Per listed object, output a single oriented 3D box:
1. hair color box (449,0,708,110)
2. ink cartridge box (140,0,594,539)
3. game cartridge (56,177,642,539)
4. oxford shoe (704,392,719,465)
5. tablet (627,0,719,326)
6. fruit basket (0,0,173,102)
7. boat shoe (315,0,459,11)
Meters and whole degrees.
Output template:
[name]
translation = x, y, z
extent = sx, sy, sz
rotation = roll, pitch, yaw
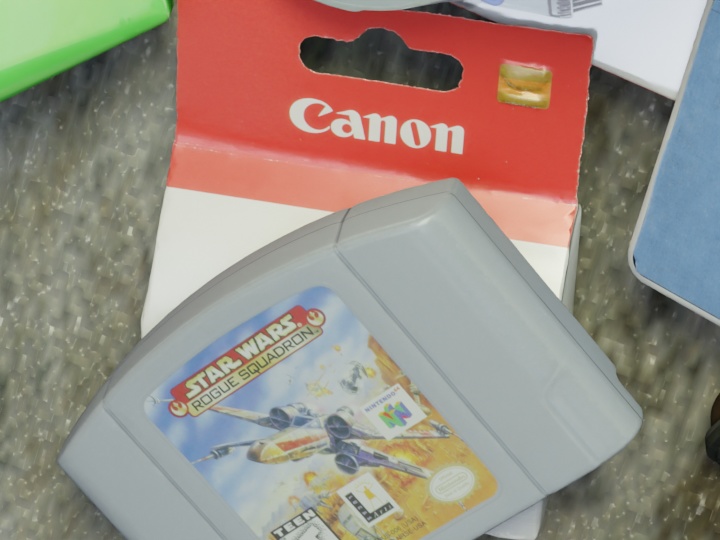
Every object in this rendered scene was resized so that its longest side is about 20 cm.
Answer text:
[hair color box]
translation = 0.087, -0.137, 0.924
extent = 0.199, 0.064, 0.111
rotation = 23, 104, 4
[ink cartridge box]
translation = 0.000, 0.000, 0.947
extent = 0.160, 0.050, 0.201
rotation = 9, 124, 9
[game cartridge]
translation = -0.013, 0.056, 0.939
extent = 0.200, 0.042, 0.133
rotation = -34, 111, 27
[oxford shoe]
translation = 0.195, 0.004, 0.930
extent = 0.200, 0.072, 0.085
rotation = -46, 46, 34
[tablet]
translation = 0.188, -0.010, 0.859
extent = 0.200, 0.014, 0.131
rotation = 31, 122, 27
[fruit basket]
translation = -0.181, -0.148, 0.921
extent = 0.214, 0.156, 0.217
rotation = -1, 98, -4
[boat shoe]
translation = 0.048, -0.134, 0.864
extent = 0.201, 0.086, 0.075
rotation = 4, 110, 40
